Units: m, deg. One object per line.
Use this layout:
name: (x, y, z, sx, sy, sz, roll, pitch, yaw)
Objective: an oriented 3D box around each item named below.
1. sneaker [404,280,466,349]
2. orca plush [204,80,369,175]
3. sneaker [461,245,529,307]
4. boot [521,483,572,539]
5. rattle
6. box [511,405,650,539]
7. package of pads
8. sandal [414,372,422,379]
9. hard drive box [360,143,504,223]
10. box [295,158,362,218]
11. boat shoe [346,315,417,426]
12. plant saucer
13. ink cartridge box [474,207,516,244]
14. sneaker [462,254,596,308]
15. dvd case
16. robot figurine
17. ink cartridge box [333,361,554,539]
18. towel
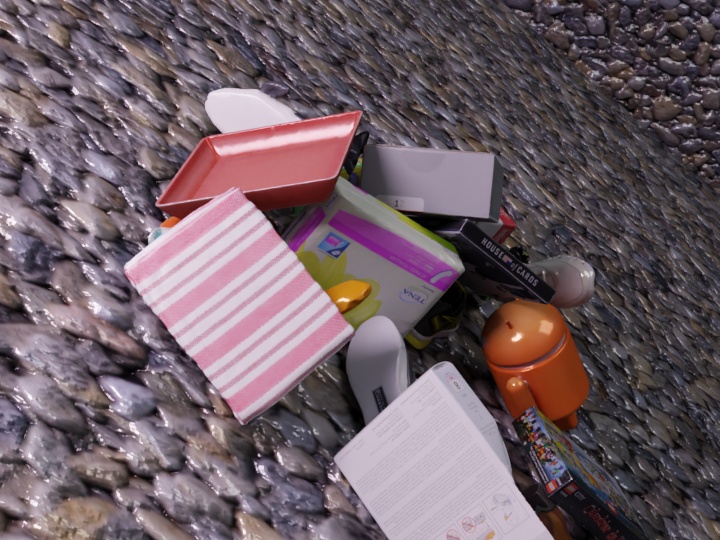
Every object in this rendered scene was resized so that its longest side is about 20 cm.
sneaker: (0.111, 0.044, 1.471, 0.074, 0.085, 0.200, 48, 25, 3)
orca plush: (-0.086, -0.172, 1.350, 0.199, 0.106, 0.071, 7, 6, 11)
sneaker: (0.198, -0.005, 1.677, 0.072, 0.083, 0.200, 50, 26, 9)
boot: (0.228, 0.354, 1.241, 0.200, 0.068, 0.188, 53, 13, 3)
rattle: (-0.110, -0.010, 1.159, 0.130, 0.143, 0.200, -22, 75, -47)
box: (0.278, 0.270, 1.389, 0.200, 0.038, 0.137, 42, 15, -31)
package of pads: (0.000, 0.000, 1.287, 0.200, 0.155, 0.068, 29, 23, -31)
sandal: (0.084, 0.171, 1.286, 0.075, 0.048, 0.201, 4, 49, -55)
hard drive box: (0.092, -0.105, 1.382, 0.155, 0.077, 0.200, 6, 1, 11)
box: (-0.019, -0.077, 1.422, 0.048, 0.118, 0.200, 6, 14, 21)
boat shoe: (0.038, 0.141, 1.236, 0.068, 0.072, 0.200, 47, 18, -44)
plant saucer: (-0.102, -0.111, 1.232, 0.200, 0.199, 0.037, -73, 152, -62)
ink cartridge box: (0.122, -0.096, 1.688, 0.200, 0.084, 0.144, 4, 43, -54)
sneaker: (0.226, 0.018, 1.518, 0.081, 0.200, 0.075, -10, 98, -44)
dvd case: (0.137, -0.016, 1.397, 0.150, 0.025, 0.200, 37, -9, -20)
robot figurine: (0.227, 0.119, 1.459, 0.117, 0.144, 0.200, 27, -32, 56)
ink cartridge box: (0.084, 0.215, 1.091, 0.200, 0.163, 0.057, 52, 31, 12)
towel: (-0.119, 0.032, 1.101, 0.200, 0.146, 0.030, 51, -15, 7)
